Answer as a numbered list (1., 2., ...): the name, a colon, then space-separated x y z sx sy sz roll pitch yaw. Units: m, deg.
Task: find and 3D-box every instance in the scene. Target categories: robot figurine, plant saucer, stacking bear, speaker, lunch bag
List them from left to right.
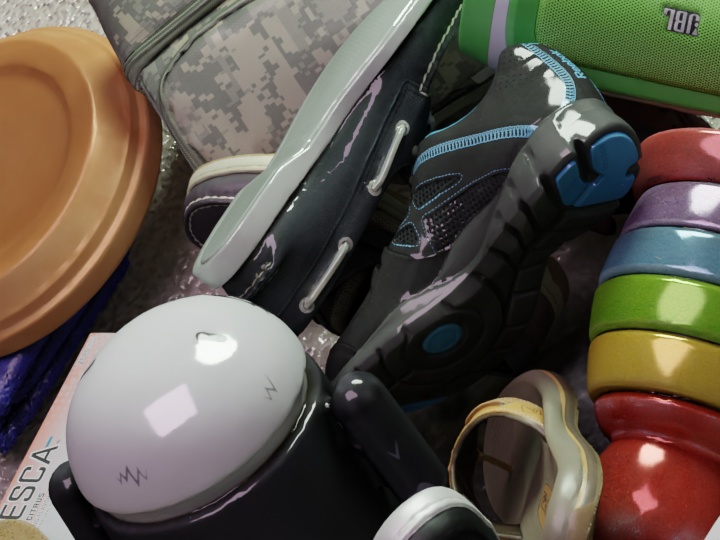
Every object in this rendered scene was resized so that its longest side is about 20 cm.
1. plant saucer: -0.197 -0.048 1.518 0.199 0.037 0.201 -18 54 27
2. robot figurine: -0.051 0.104 1.283 0.150 0.201 0.125 -38 30 -10
3. lunch bag: -0.018 -0.124 1.453 0.199 0.139 0.168 -35 67 13
4. speaker: 0.150 -0.118 1.306 0.198 0.089 0.089 12 67 6
5. stacking bear: 0.150 0.050 1.254 0.121 0.114 0.201 4 70 35

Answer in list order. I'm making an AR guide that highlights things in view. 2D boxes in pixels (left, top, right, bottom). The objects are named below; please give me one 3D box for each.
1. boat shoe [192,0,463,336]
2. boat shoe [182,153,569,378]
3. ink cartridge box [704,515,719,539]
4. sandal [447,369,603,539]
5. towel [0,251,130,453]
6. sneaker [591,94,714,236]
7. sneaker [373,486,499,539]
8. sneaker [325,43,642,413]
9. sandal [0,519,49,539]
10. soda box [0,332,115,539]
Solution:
1. boat shoe: -0.002 -0.058 1.325 0.200 0.060 0.076 -54 14 -14
2. boat shoe: 0.000 0.000 1.365 0.199 0.072 0.065 18 53 12
3. ink cartridge box: 0.196 0.150 1.132 0.087 0.145 0.201 25 78 41
4. sandal: 0.067 0.092 1.241 0.054 0.200 0.081 7 101 -5
5. towel: -0.223 0.010 1.562 0.199 0.050 0.148 22 79 42
6. sneaker: 0.145 -0.100 1.381 0.115 0.076 0.201 25 77 25
7. sneaker: 0.067 0.182 1.176 0.073 0.201 0.112 -37 50 -23
8. sneaker: 0.048 -0.014 1.294 0.200 0.073 0.082 -49 51 22
9. sandal: -0.130 0.159 1.251 0.078 0.070 0.211 -43 43 -14
10. soda box: -0.135 0.126 1.390 0.068 0.064 0.201 -1 49 33
